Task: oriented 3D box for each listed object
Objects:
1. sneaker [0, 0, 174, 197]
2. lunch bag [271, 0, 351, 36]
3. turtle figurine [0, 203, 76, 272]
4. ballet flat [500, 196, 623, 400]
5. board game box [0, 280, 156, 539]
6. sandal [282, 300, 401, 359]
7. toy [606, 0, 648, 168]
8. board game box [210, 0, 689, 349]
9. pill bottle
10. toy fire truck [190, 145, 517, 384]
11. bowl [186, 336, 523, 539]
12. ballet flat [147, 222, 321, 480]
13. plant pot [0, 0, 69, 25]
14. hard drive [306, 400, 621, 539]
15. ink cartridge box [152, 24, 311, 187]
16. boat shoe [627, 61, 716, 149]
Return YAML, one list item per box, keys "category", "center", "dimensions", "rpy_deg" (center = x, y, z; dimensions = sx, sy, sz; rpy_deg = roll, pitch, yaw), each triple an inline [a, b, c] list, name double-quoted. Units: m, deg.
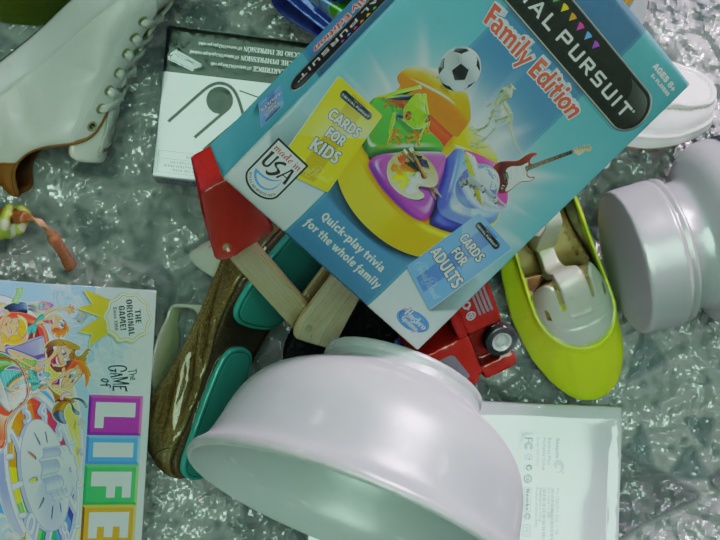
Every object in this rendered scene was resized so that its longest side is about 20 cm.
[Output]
- category: "sneaker"
  center: [-0.157, -0.121, 0.778]
  dimensions: [0.199, 0.073, 0.085]
  rpy_deg: [-36, 98, 16]
- category: "lunch bag"
  center: [0.009, -0.236, 0.762]
  dimensions: [0.200, 0.127, 0.171]
  rpy_deg: [44, 68, -24]
- category: "turtle figurine"
  center: [-0.264, -0.048, 0.742]
  dimensions: [0.161, 0.199, 0.065]
  rpy_deg: [44, 101, 27]
- category: "ballet flat"
  center: [0.119, -0.012, 0.806]
  dimensions: [0.066, 0.067, 0.202]
  rpy_deg: [-19, 90, -7]
- category: "board game box"
  center: [-0.192, 0.108, 0.742]
  dimensions: [0.133, 0.034, 0.203]
  rpy_deg: [4, 87, -26]
- category: "sandal"
  center: [0.025, -0.005, 0.797]
  dimensions: [0.075, 0.045, 0.201]
  rpy_deg: [32, 105, -27]
- category: "toy"
  center: [0.103, -0.150, 0.701]
  dimensions: [0.114, 0.047, 0.202]
  rpy_deg: [-9, 117, -31]
- category: "board game box"
  center: [0.046, -0.079, 0.653]
  dimensions: [0.200, 0.047, 0.151]
  rpy_deg: [-44, 120, 9]
- category: "pill bottle"
  center: [0.255, -0.031, 0.793]
  dimensions: [0.198, 0.120, 0.121]
  rpy_deg: [-15, 89, -5]
- category: "toy fire truck"
  center: [0.000, 0.000, 0.737]
  dimensions: [0.140, 0.049, 0.201]
  rpy_deg: [-24, 121, -2]
- category: "bowl"
  center: [0.010, 0.098, 0.714]
  dimensions: [0.199, 0.201, 0.091]
  rpy_deg: [22, 69, -4]
- category: "ballet flat"
  center: [-0.085, 0.029, 0.789]
  dimensions: [0.072, 0.068, 0.202]
  rpy_deg: [29, 96, 30]
- category: "plant pot"
  center: [-0.202, -0.255, 0.721]
  dimensions: [0.185, 0.200, 0.190]
  rpy_deg: [0, 88, -5]
- category: "hard drive"
  center: [0.065, 0.150, 0.815]
  dimensions: [0.197, 0.025, 0.134]
  rpy_deg: [3, 88, -5]
- category: "ink cartridge box"
  center: [-0.027, -0.093, 0.807]
  dimensions: [0.197, 0.044, 0.095]
  rpy_deg: [6, 88, -5]
- category: "boat shoe"
  center: [0.146, -0.124, 0.782]
  dimensions: [0.198, 0.071, 0.070]
  rpy_deg: [2, 131, -27]
